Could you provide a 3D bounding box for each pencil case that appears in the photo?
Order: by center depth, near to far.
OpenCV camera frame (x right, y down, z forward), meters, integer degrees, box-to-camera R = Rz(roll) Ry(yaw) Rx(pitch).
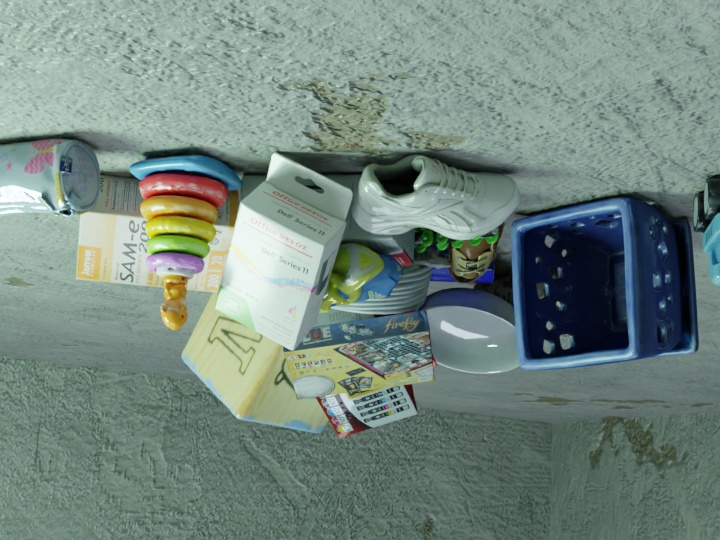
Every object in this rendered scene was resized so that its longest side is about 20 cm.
[{"bbox_3d":[-0.401,-0.102,1.454,0.197,0.092,0.083,-1,168,23],"label":"pencil case"},{"bbox_3d":[0.267,0.050,1.982,0.198,0.091,0.077,-7,171,44],"label":"pencil case"}]

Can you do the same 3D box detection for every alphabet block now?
[{"bbox_3d":[-0.128,0.110,1.940,0.194,0.202,0.196,17,-165,-47],"label":"alphabet block"}]

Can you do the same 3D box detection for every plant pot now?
[{"bbox_3d":[0.326,0.024,1.609,0.178,0.203,0.199,4,171,-41],"label":"plant pot"}]

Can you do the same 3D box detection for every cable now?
[{"bbox_3d":[0.000,0.000,1.709,0.198,0.070,0.199,-10,-158,-37],"label":"cable"}]

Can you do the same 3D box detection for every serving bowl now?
[{"bbox_3d":[0.173,0.085,1.957,0.197,0.066,0.201,10,148,6],"label":"serving bowl"}]

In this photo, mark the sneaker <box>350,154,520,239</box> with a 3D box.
[{"bbox_3d":[0.090,-0.090,1.419,0.197,0.079,0.100,-5,150,-7],"label":"sneaker"}]

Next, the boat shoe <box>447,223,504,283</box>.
[{"bbox_3d":[0.155,-0.027,1.690,0.074,0.075,0.200,3,168,2],"label":"boat shoe"}]

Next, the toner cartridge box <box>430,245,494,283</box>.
[{"bbox_3d":[0.100,-0.014,1.843,0.197,0.044,0.095,2,167,5],"label":"toner cartridge box"}]

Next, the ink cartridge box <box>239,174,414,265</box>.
[{"bbox_3d":[-0.039,-0.061,1.560,0.197,0.084,0.146,0,168,13],"label":"ink cartridge box"}]

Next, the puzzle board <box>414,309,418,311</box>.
[{"bbox_3d":[0.036,0.063,1.974,0.017,0.152,0.199,33,155,-26],"label":"puzzle board"}]

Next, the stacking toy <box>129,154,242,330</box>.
[{"bbox_3d":[-0.215,-0.029,1.474,0.108,0.203,0.116,-4,167,29],"label":"stacking toy"}]

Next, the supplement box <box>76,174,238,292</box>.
[{"bbox_3d":[-0.262,-0.045,1.597,0.197,0.074,0.127,5,135,-11],"label":"supplement box"}]

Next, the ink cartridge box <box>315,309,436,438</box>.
[{"bbox_3d":[0.012,0.134,1.818,0.173,0.085,0.201,-18,134,9],"label":"ink cartridge box"}]

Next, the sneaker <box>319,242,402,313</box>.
[{"bbox_3d":[-0.019,0.021,1.553,0.104,0.077,0.199,9,165,-30],"label":"sneaker"}]

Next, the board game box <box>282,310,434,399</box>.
[{"bbox_3d":[0.000,0.118,1.699,0.197,0.035,0.136,-8,145,1],"label":"board game box"}]

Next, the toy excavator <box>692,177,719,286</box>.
[{"bbox_3d":[0.438,-0.006,1.397,0.098,0.203,0.195,1,168,6],"label":"toy excavator"}]

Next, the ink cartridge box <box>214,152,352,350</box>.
[{"bbox_3d":[-0.091,-0.022,1.450,0.116,0.202,0.067,26,-145,12],"label":"ink cartridge box"}]

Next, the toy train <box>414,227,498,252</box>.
[{"bbox_3d":[0.104,-0.057,1.603,0.041,0.057,0.199,12,168,-39],"label":"toy train"}]
